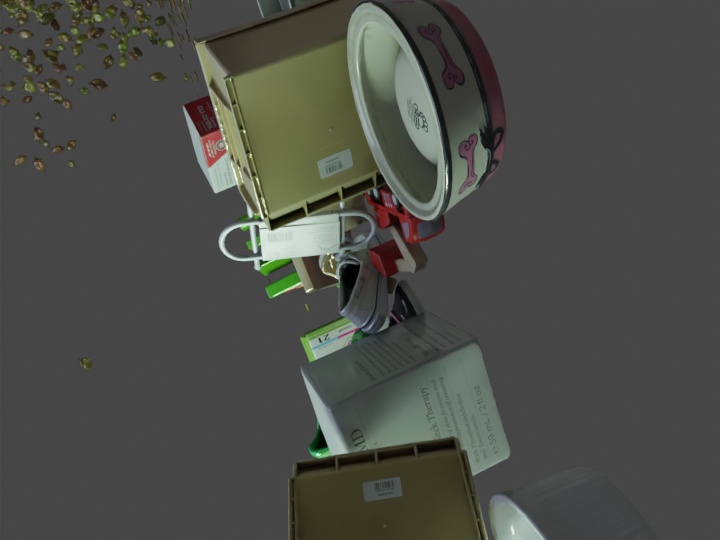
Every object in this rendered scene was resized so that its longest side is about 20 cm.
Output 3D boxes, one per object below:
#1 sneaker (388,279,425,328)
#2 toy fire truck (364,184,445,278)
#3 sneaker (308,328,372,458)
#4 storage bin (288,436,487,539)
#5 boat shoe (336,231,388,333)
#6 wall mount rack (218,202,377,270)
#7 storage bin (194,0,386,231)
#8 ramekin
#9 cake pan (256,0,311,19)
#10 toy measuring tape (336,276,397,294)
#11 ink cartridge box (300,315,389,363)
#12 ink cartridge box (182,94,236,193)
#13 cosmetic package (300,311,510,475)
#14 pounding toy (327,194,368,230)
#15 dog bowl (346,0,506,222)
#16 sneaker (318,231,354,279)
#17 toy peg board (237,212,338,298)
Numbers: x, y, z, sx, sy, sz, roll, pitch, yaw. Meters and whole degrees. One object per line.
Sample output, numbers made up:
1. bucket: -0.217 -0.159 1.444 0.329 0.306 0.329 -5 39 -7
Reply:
1. sneaker: 0.049 0.109 1.077 0.071 0.098 0.202 -125 20 -50
2. toy fire truck: 0.053 -0.049 0.917 0.200 0.048 0.143 -146 36 -67
3. sneaker: -0.019 0.179 1.038 0.074 0.083 0.203 16 91 53
4. storage bin: 0.029 0.289 0.761 0.200 0.197 0.095 -98 -2 -51
5. boat shoe: 0.000 0.000 1.046 0.066 0.074 0.201 28 -151 -23
6. wall mount rack: -0.080 -0.045 0.950 0.175 0.197 0.075 92 170 -47
7. storage bin: -0.049 -0.173 0.805 0.094 0.198 0.200 51 159 45
8. ramekin: 0.213 0.287 0.692 0.200 0.097 0.203 158 90 -78
9. cake pan: -0.115 -0.401 1.066 0.200 0.036 0.203 158 91 -77
10. toy measuring tape: 0.025 0.030 1.138 0.199 0.073 0.074 2 114 66
11. ink cartridge box: 0.004 0.174 1.257 0.202 0.146 0.076 67 166 1
12. ink cartridge box: -0.182 -0.239 1.246 0.084 0.198 0.145 56 163 27
13. cosmetic package: 0.053 0.179 0.945 0.169 0.198 0.166 71 167 -15
14. pounding toy: -0.060 -0.175 1.050 0.184 0.141 0.202 64 -177 -74
15. dog bowl: 0.060 -0.152 0.671 0.200 0.073 0.203 158 90 -76
16. sneaker: -0.047 -0.055 1.212 0.200 0.071 0.114 60 -175 -78
17. toy peg board: -0.132 -0.048 1.376 0.202 0.097 0.199 67 -164 2
